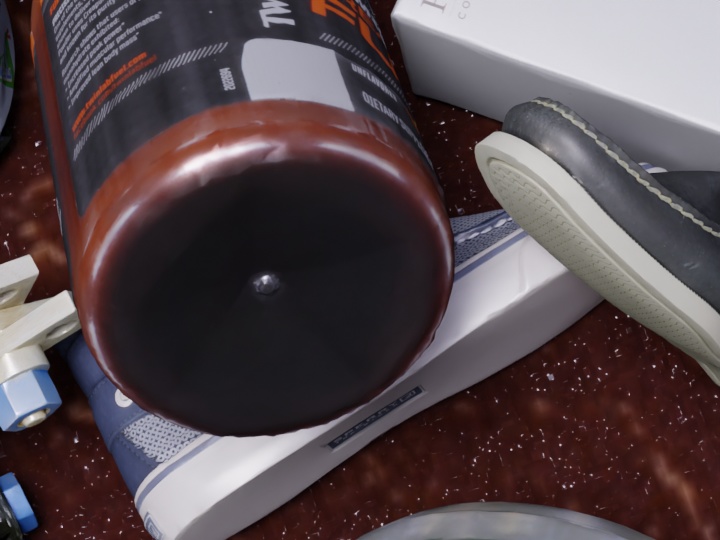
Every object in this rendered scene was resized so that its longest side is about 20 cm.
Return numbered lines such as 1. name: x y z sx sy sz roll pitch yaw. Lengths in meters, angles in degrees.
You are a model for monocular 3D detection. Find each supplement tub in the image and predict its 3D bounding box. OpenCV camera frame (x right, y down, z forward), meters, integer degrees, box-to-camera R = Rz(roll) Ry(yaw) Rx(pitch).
1. supplement tub: -0.042 -0.051 0.728 0.107 0.107 0.200 -21 39 2

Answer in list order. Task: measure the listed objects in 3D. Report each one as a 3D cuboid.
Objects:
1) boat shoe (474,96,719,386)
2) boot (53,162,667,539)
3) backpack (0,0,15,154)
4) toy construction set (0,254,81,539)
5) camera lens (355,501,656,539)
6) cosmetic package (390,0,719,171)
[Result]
1. boat shoe: 0.110 -0.005 0.721 0.072 0.200 0.068 30 89 53
2. boot: 0.000 0.000 0.779 0.200 0.073 0.090 -31 73 -5
3. backpack: -0.204 -0.096 0.788 0.200 0.154 0.191 -33 85 -2
4. toy construction set: -0.107 0.100 0.740 0.092 0.131 0.201 -12 74 -8
5. camera lens: 0.033 0.175 0.663 0.159 0.160 0.200 14 41 9
6. cosmetic package: 0.121 -0.084 0.777 0.199 0.081 0.113 19 80 8
